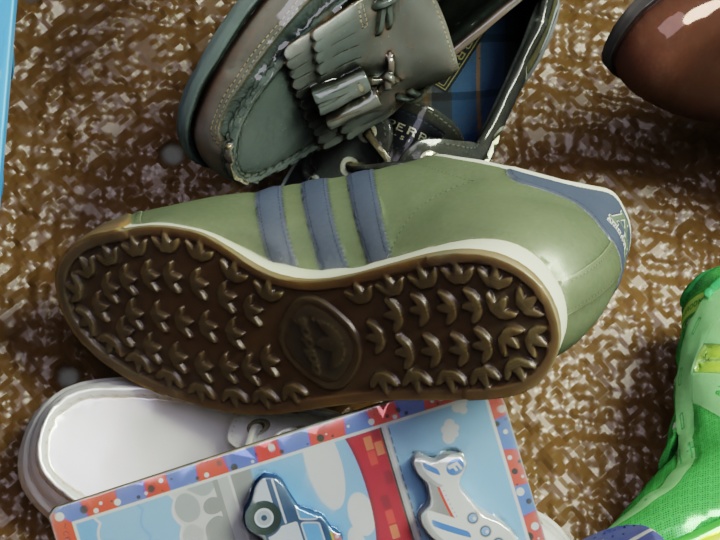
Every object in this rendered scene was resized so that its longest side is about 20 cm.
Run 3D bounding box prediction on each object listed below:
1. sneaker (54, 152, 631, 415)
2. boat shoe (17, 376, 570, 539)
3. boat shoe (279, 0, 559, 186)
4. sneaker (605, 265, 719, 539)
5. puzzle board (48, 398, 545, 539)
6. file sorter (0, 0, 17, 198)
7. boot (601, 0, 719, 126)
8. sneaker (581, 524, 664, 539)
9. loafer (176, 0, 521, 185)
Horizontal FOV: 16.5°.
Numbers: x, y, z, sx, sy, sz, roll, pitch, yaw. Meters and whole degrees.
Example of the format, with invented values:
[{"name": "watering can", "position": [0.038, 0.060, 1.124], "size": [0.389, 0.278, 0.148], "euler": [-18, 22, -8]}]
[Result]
[{"name": "sneaker", "position": [0.000, 0.000, 0.826], "size": [0.090, 0.199, 0.068], "euler": [-36, 120, -48]}, {"name": "boat shoe", "position": [-0.019, 0.076, 0.838], "size": [0.199, 0.069, 0.071], "euler": [14, 75, 1]}, {"name": "boat shoe", "position": [0.015, -0.046, 0.893], "size": [0.068, 0.057, 0.201], "euler": [26, 69, 4]}, {"name": "sneaker", "position": [0.134, 0.047, 0.867], "size": [0.083, 0.074, 0.200], "euler": [39, 59, 13]}, {"name": "puzzle board", "position": [0.001, 0.150, 0.797], "size": [0.150, 0.017, 0.201], "euler": [-17, 93, -5]}, {"name": "file sorter", "position": [-0.184, -0.047, 0.839], "size": [0.138, 0.123, 0.201], "euler": [3, 69, -4]}, {"name": "boot", "position": [0.192, -0.019, 0.847], "size": [0.187, 0.069, 0.201], "euler": [9, 42, -37]}, {"name": "sneaker", "position": [0.127, 0.146, 0.805], "size": [0.200, 0.080, 0.115], "euler": [54, 42, -22]}, {"name": "loafer", "position": [0.024, -0.099, 0.848], "size": [0.063, 0.072, 0.200], "euler": [37, 75, 29]}]
